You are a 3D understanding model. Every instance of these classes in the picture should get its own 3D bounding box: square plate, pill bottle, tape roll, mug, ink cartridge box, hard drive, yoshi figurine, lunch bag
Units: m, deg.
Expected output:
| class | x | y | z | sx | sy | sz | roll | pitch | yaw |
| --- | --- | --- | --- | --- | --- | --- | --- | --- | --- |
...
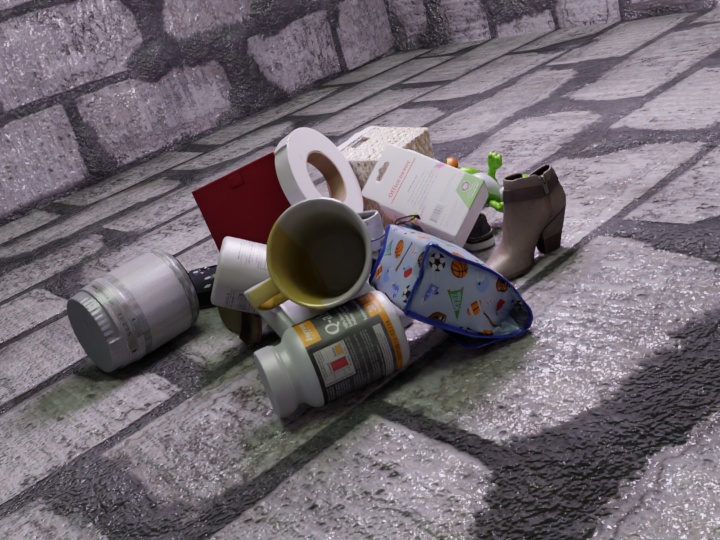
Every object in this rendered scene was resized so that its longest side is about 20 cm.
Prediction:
| class | x | y | z | sx | sy | sz | roll | pitch | yaw |
| --- | --- | --- | --- | --- | --- | --- | --- | --- | --- |
| square plate | -0.046 | 0.050 | 1.257 | 0.198 | 0.029 | 0.198 | -30 | 62 | -30 |
| pill bottle | -0.142 | 0.020 | 1.351 | 0.196 | 0.116 | 0.115 | 13 | 19 | -8 |
| tape roll | -0.073 | -0.161 | 1.466 | 0.037 | 0.204 | 0.203 | -29 | 12 | 32 |
| mug | -0.063 | -0.018 | 1.176 | 0.182 | 0.153 | 0.153 | 0 | -4 | 9 |
| ink cartridge box | 0.113 | -0.133 | 1.442 | 0.198 | 0.067 | 0.119 | 26 | 81 | 23 |
| pill bottle | -0.040 | 0.116 | 1.120 | 0.197 | 0.118 | 0.116 | -23 | 22 | -15 |
| hard drive | -0.276 | 0.025 | 1.640 | 0.196 | 0.038 | 0.140 | -12 | 22 | 16 |
| yoshi figurine | 0.250 | -0.153 | 1.498 | 0.196 | 0.115 | 0.112 | 12 | 17 | -2 |
| lunch bag | 0.132 | 0.028 | 1.168 | 0.197 | 0.126 | 0.170 | 18 | 9 | -22 |

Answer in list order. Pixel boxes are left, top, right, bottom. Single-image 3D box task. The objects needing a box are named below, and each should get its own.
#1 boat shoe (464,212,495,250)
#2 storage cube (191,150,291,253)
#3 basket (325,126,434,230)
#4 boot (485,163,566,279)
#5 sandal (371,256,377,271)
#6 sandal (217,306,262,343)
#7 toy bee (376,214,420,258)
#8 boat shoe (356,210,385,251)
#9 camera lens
| class | x | y | z | sx | sy | sz | roll | pitch | yaw |
| --- | --- | --- | --- | --- | --- | --- | --- | --- | --- |
| boat shoe | 0.182 | -0.091 | 1.527 | 0.071 | 0.062 | 0.200 | -25 | 22 | -20 |
| storage cube | -0.185 | -0.111 | 1.528 | 0.197 | 0.182 | 0.171 | -23 | 9 | 7 |
| basket | 0.051 | -0.172 | 1.640 | 0.158 | 0.203 | 0.198 | 2 | 28 | 36 |
| boot | 0.255 | -0.080 | 1.324 | 0.198 | 0.149 | 0.070 | -28 | 25 | -25 |
| sandal | 0.000 | 0.000 | 1.388 | 0.042 | 0.077 | 0.200 | -1 | 27 | -28 |
| sandal | -0.196 | 0.073 | 1.445 | 0.068 | 0.079 | 0.211 | 0 | 19 | -27 |
| toy bee | 0.067 | -0.019 | 1.417 | 0.129 | 0.111 | 0.200 | -18 | -5 | 10 |
| boat shoe | -0.057 | -0.068 | 1.301 | 0.196 | 0.066 | 0.074 | -3 | 28 | 13 |
| camera lens | -0.401 | 0.068 | 1.461 | 0.199 | 0.163 | 0.158 | -33 | 26 | -35 |
